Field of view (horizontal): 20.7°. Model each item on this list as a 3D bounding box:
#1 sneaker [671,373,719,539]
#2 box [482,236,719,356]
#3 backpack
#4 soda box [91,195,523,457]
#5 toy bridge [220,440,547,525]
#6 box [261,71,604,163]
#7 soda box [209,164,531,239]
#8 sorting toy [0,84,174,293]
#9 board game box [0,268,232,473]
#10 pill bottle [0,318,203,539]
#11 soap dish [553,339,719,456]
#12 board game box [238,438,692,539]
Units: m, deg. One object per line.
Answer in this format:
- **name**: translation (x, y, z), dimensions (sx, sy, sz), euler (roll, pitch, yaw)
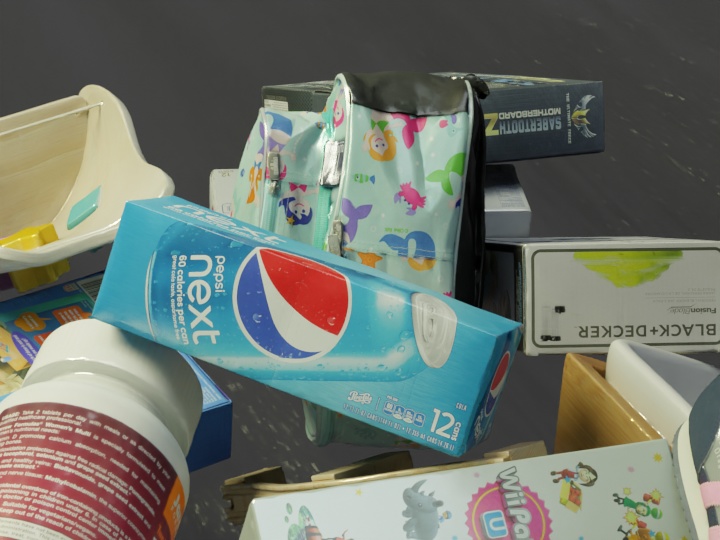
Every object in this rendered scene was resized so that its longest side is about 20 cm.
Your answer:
- **sneaker**: translation (0.185, 0.110, 0.817), dimensions (0.070, 0.082, 0.201), euler (10, 40, -23)
- **box**: translation (0.132, 0.012, 1.129), dimensions (0.116, 0.061, 0.200), euler (-1, 2, -4)
- **backpack**: translation (0.000, 0.000, 1.092), dimensions (0.149, 0.202, 0.178), euler (-3, -6, -7)
- **soda box**: translation (-0.025, 0.025, 0.972), dimensions (0.199, 0.065, 0.068), euler (19, 8, 14)
- **toy bridge**: translation (0.002, 0.110, 0.985), dimensions (0.199, 0.027, 0.067), euler (-11, 0, 41)
- **box**: translation (0.044, -0.101, 1.306), dimensions (0.157, 0.051, 0.200), euler (-8, 11, -27)
- **soda box**: translation (0.004, -0.023, 1.247), dimensions (0.198, 0.069, 0.064), euler (-1, 31, -7)
- **sorting toy**: translation (-0.199, -0.032, 1.157), dimensions (0.199, 0.108, 0.180), euler (-21, 16, -30)
- **board game box**: translation (-0.194, 0.079, 1.101), dimensions (0.199, 0.045, 0.152), euler (-17, 39, -28)
- **pill bottle**: translation (-0.146, 0.125, 0.951), dimensions (0.109, 0.110, 0.201), euler (9, 45, 10)
- **soap dish**: translation (0.199, 0.126, 0.987), dimensions (0.157, 0.082, 0.200), euler (17, 21, -38)
- **board game box**: translation (0.041, 0.149, 0.915), dimensions (0.199, 0.148, 0.065), euler (-8, 62, -16)
